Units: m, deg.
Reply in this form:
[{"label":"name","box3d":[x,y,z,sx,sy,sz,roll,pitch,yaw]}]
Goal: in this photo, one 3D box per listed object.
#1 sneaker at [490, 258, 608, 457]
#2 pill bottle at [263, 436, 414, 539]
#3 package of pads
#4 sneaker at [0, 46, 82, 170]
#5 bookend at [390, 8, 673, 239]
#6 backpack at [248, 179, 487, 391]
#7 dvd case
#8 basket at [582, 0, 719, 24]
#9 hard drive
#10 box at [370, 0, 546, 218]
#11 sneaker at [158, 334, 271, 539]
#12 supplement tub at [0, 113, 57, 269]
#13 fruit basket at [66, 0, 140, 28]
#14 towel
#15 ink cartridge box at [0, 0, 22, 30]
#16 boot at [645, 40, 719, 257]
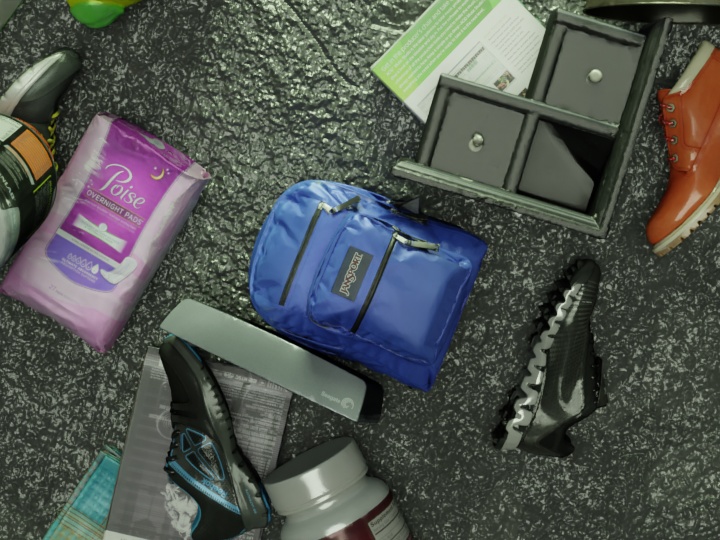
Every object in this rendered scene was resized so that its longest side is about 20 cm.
[{"label":"sneaker","box3d":[0.198,0.088,1.405,0.090,0.066,0.201,20,100,-3]},{"label":"pill bottle","box3d":[-0.005,0.267,1.405,0.114,0.114,0.201,-26,94,5]},{"label":"package of pads","box3d":[-0.239,-0.036,1.401,0.120,0.076,0.201,31,96,-4]},{"label":"sneaker","box3d":[-0.312,-0.119,1.404,0.084,0.075,0.200,37,105,-8]},{"label":"bookend","box3d":[0.150,-0.153,1.330,0.198,0.092,0.201,17,96,0]},{"label":"backpack","box3d":[0.000,0.000,1.352,0.199,0.168,0.163,23,85,1]},{"label":"dvd case","box3d":[-0.155,0.187,1.436,0.148,0.016,0.201,13,87,-2]},{"label":"basket","box3d":[0.294,-0.327,1.324,0.179,0.136,0.201,4,93,7]},{"label":"hard drive","box3d":[-0.075,0.082,1.368,0.199,0.135,0.043,24,89,12]},{"label":"box","box3d":[0.128,-0.169,1.394,0.144,0.036,0.200,-45,94,6]},{"label":"sneaker","box3d":[-0.153,0.158,1.392,0.082,0.073,0.201,-22,88,-3]},{"label":"supplement tub","box3d":[-0.332,-0.065,1.277,0.122,0.200,0.123,1,107,3]},{"label":"fruit basket","box3d":[-0.205,-0.321,1.343,0.214,0.156,0.217,1,81,-7]},{"label":"towel","box3d":[-0.244,0.292,1.464,0.146,0.022,0.200,34,96,-1]},{"label":"ink cartridge box","box3d":[-0.438,-0.263,1.379,0.200,0.084,0.146,39,96,-2]},{"label":"boot","box3d":[0.303,-0.113,1.378,0.107,0.075,0.201,32,88,2]}]
